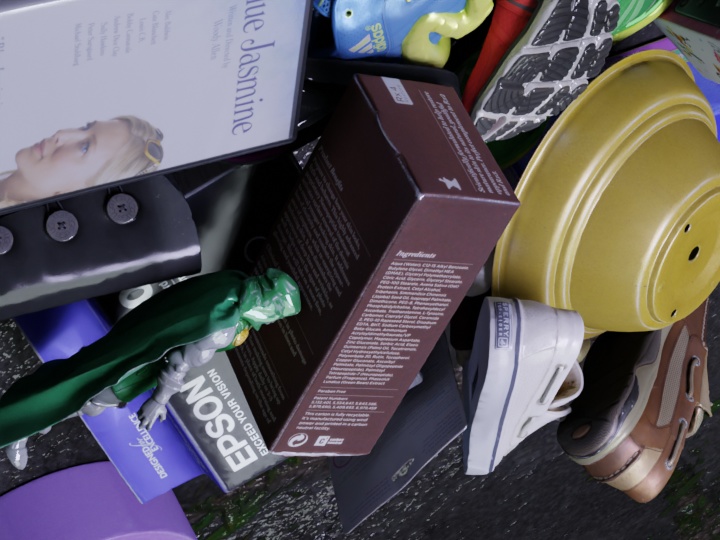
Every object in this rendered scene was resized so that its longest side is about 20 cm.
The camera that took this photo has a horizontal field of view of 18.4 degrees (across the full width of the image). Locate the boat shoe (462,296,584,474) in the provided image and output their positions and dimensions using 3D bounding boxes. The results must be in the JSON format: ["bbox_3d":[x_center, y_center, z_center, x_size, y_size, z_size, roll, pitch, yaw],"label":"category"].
[{"bbox_3d":[0.100,0.072,1.352,0.069,0.071,0.200,2,152,-3],"label":"boat shoe"}]

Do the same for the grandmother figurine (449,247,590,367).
[{"bbox_3d":[0.095,0.008,1.404,0.122,0.060,0.200,-61,147,-2],"label":"grandmother figurine"}]

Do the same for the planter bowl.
[{"bbox_3d":[0.175,-0.026,1.351,0.200,0.083,0.201,-36,143,-33],"label":"planter bowl"}]

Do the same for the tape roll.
[{"bbox_3d":[-0.213,0.223,1.586,0.199,0.066,0.201,-24,149,-15],"label":"tape roll"}]

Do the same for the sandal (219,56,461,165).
[{"bbox_3d":[-0.040,-0.087,1.233,0.199,0.048,0.075,0,165,-11],"label":"sandal"}]

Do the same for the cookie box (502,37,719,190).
[{"bbox_3d":[0.153,-0.050,1.504,0.170,0.075,0.201,-20,149,-21],"label":"cookie box"}]

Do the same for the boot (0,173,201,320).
[{"bbox_3d":[-0.179,0.018,1.214,0.199,0.166,0.066,-16,170,-26],"label":"boot"}]

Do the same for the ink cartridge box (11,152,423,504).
[{"bbox_3d":[-0.092,0.037,1.342,0.199,0.043,0.199,-30,121,3],"label":"ink cartridge box"}]

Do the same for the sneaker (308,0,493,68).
[{"bbox_3d":[0.029,-0.170,1.206,0.105,0.076,0.200,-8,144,-35],"label":"sneaker"}]

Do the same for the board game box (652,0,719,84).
[{"bbox_3d":[0.271,-0.167,1.283,0.064,0.200,0.148,41,89,-23],"label":"board game box"}]

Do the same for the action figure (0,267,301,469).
[{"bbox_3d":[-0.118,0.049,1.245,0.199,0.055,0.118,-26,-161,24],"label":"action figure"}]

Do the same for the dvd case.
[{"bbox_3d":[-0.118,-0.096,1.116,0.199,0.018,0.143,-16,142,-20],"label":"dvd case"}]

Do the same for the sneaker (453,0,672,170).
[{"bbox_3d":[0.103,-0.139,1.331,0.200,0.074,0.084,-46,152,6],"label":"sneaker"}]

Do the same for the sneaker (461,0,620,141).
[{"bbox_3d":[0.104,-0.168,1.255,0.077,0.085,0.201,1,122,-46],"label":"sneaker"}]

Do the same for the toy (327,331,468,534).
[{"bbox_3d":[0.025,0.070,1.440,0.047,0.201,0.115,27,121,-33],"label":"toy"}]

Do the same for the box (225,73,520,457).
[{"bbox_3d":[0.000,0.000,1.234,0.075,0.100,0.201,3,133,-32],"label":"box"}]

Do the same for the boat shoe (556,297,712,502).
[{"bbox_3d":[0.185,0.076,1.412,0.076,0.074,0.200,-35,-168,39],"label":"boat shoe"}]
